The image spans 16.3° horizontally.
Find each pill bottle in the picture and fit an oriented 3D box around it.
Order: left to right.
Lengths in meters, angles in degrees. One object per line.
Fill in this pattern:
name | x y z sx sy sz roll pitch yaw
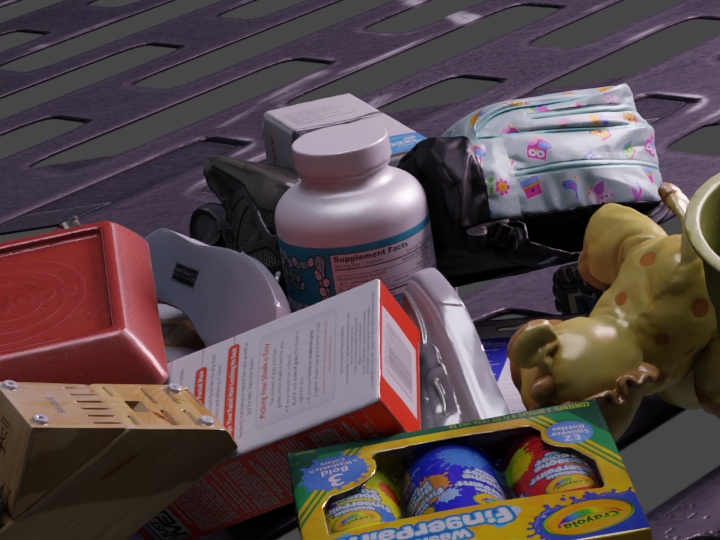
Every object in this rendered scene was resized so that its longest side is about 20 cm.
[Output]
pill bottle | 0.000 0.000 1.802 0.110 0.201 0.111 -8 19 3

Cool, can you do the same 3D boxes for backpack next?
backpack | 0.131 -0.063 1.869 0.199 0.127 0.167 -11 -4 -20

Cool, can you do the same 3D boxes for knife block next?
knife block | -0.192 0.160 1.570 0.199 0.176 0.064 2 24 -33

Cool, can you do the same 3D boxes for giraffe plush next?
giraffe plush | 0.169 0.057 1.641 0.162 0.173 0.200 -37 -4 -16

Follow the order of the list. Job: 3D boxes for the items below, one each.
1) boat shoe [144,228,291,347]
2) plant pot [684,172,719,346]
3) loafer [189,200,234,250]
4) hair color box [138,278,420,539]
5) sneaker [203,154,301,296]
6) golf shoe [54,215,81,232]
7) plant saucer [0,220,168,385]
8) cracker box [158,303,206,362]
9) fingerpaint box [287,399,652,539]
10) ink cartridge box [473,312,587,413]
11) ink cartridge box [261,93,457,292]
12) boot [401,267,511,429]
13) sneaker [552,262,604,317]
boat shoe | -0.093 0.023 1.816 0.068 0.074 0.199 20 -1 -35
plant pot | 0.290 0.055 1.506 0.199 0.191 0.200 -1 28 1
loafer | -0.109 -0.011 2.080 0.070 0.068 0.201 -7 21 -21
hair color box | -0.060 0.095 1.633 0.199 0.064 0.111 -21 41 20
sneaker | -0.080 -0.029 1.975 0.076 0.115 0.199 8 9 -27
golf shoe | -0.208 0.035 1.853 0.088 0.077 0.200 -39 25 0
plant saucer | -0.239 0.032 1.722 0.199 0.037 0.200 -12 31 -3
cracker box | -0.148 0.078 1.866 0.134 0.058 0.200 7 24 37
fingerpaint box | 0.064 0.158 1.502 0.199 0.074 0.167 -10 25 -2
ink cartridge box | 0.105 0.084 1.769 0.094 0.037 0.200 -5 22 14
ink cartridge box | -0.001 -0.047 2.018 0.083 0.146 0.200 -15 20 -17
boot | 0.039 0.085 1.657 0.095 0.074 0.200 -18 47 -7
sneaker | 0.233 0.017 1.834 0.089 0.079 0.200 -25 25 -32
